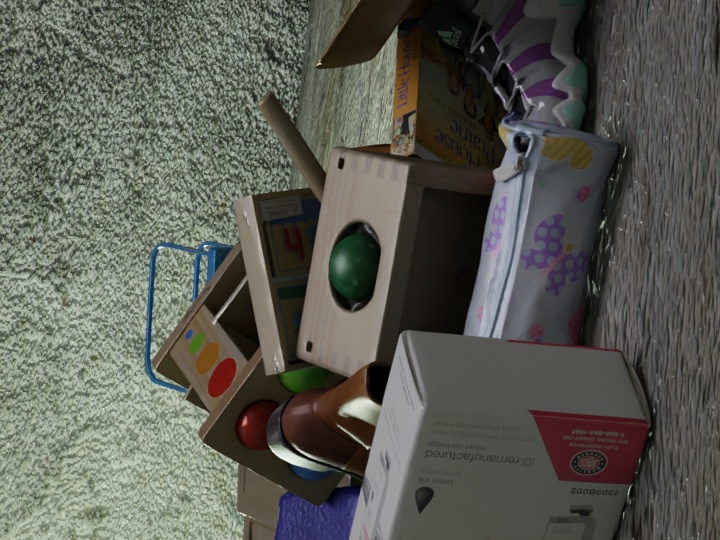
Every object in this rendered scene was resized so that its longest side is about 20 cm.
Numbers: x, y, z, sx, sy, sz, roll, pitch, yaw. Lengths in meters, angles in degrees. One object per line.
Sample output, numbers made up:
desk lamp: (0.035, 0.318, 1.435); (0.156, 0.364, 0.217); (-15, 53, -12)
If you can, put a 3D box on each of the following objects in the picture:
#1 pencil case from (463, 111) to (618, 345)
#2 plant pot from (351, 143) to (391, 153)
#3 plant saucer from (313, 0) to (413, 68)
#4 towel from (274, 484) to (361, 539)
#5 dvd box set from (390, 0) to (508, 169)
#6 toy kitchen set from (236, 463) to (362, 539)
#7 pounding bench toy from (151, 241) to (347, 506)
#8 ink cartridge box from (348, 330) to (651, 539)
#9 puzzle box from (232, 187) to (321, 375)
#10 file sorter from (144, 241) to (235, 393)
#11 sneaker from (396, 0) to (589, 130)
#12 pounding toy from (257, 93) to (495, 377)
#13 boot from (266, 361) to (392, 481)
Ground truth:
pencil case: (0.118, -0.004, 1.425); (0.091, 0.083, 0.200); (-18, -61, -69)
plant pot: (0.047, -0.026, 1.784); (0.200, 0.140, 0.200); (-171, 90, -82)
plant saucer: (0.033, -0.226, 1.568); (0.200, 0.035, 0.200); (-56, 4, 7)
towel: (-0.021, 0.271, 1.638); (0.148, 0.050, 0.200); (-12, 71, 55)
dvd box set: (0.085, -0.138, 1.657); (0.029, 0.146, 0.200); (-24, 48, 37)
toy kitchen set: (0.014, 0.172, 1.803); (0.163, 0.180, 0.200); (15, 105, 53)
pounding bench toy: (-0.039, 0.053, 1.632); (0.200, 0.124, 0.156); (-54, 31, 6)
ink cartridge box: (0.080, 0.144, 1.297); (0.083, 0.146, 0.200); (-104, 22, -55)
puzzle box: (0.000, 0.000, 1.574); (0.025, 0.200, 0.133); (-13, 87, 49)
file sorter: (-0.080, 0.040, 1.889); (0.123, 0.200, 0.139); (14, 102, 54)
sneaker: (0.095, -0.159, 1.557); (0.078, 0.140, 0.200); (107, 170, -53)
pounding toy: (0.030, -0.017, 1.506); (0.142, 0.200, 0.184); (17, 98, 55)
boot: (0.053, 0.103, 1.415); (0.200, 0.188, 0.069); (-31, 42, 62)
